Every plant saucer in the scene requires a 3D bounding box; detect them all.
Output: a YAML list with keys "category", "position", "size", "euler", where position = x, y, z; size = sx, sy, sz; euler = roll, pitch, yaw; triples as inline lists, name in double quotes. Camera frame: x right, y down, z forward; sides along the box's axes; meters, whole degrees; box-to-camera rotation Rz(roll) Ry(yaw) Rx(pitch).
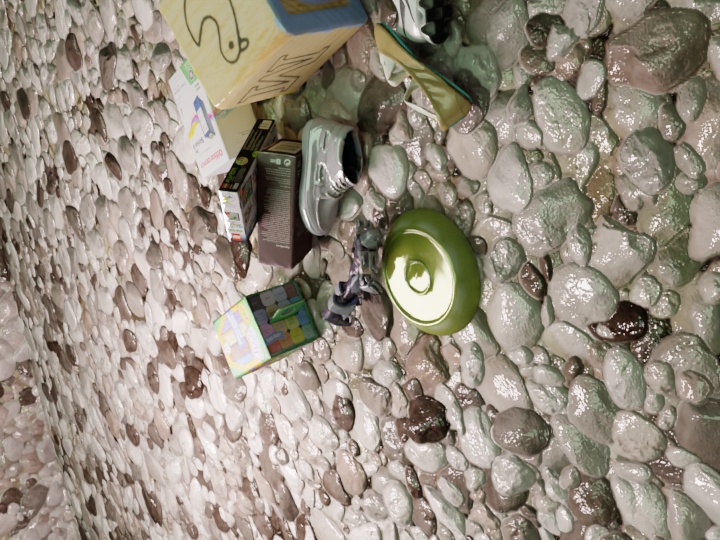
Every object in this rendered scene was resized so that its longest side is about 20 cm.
- category: "plant saucer"
  position: [0.096, 0.007, 1.184]
  size: [0.199, 0.031, 0.203]
  euler: [20, 118, 44]

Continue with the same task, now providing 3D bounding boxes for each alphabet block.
- category: "alphabet block"
  position: [-0.145, -0.387, 1.157]
  size: [0.199, 0.196, 0.197]
  euler: [-32, 86, 43]

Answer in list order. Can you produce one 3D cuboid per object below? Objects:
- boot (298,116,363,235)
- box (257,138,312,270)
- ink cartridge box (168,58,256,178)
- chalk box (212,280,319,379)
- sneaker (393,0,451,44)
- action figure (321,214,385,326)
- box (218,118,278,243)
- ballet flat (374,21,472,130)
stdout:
- category: "boot"
  position: [-0.045, -0.143, 1.258]
  size: [0.095, 0.073, 0.202]
  euler: [21, 123, 39]
- category: "box"
  position: [-0.127, -0.115, 1.327]
  size: [0.074, 0.100, 0.202]
  euler: [8, 113, 15]
- category: "ink cartridge box"
  position: [-0.266, -0.289, 1.429]
  size: [0.145, 0.087, 0.202]
  euler: [-13, 98, 58]
- category: "chalk box"
  position: [-0.168, 0.105, 1.451]
  size: [0.199, 0.124, 0.125]
  euler: [-32, 80, 51]
- category: "sneaker"
  position: [0.070, -0.407, 1.025]
  size: [0.088, 0.074, 0.203]
  euler: [19, 117, 41]
- category: "action figure"
  position: [0.000, 0.000, 1.235]
  size: [0.131, 0.069, 0.201]
  euler: [-84, 14, -45]
- category: "box"
  position: [-0.182, -0.154, 1.307]
  size: [0.034, 0.201, 0.111]
  euler: [8, 135, 10]
- category: "ballet flat"
  position: [0.070, -0.270, 1.073]
  size: [0.063, 0.068, 0.200]
  euler: [-47, 64, 10]
